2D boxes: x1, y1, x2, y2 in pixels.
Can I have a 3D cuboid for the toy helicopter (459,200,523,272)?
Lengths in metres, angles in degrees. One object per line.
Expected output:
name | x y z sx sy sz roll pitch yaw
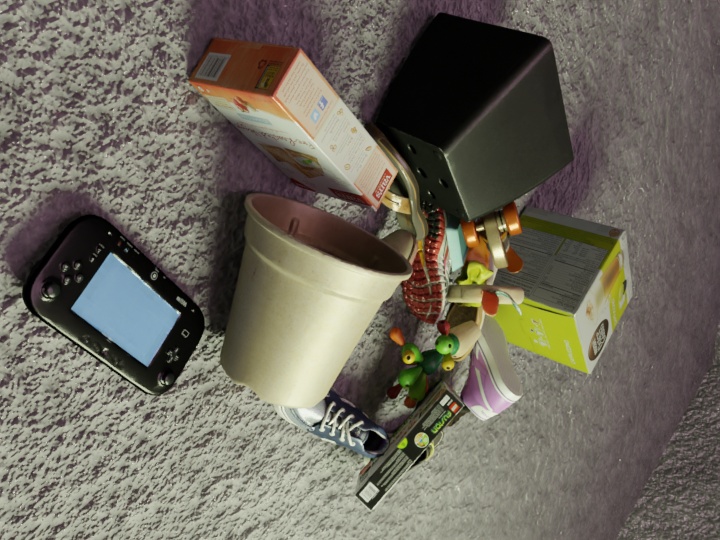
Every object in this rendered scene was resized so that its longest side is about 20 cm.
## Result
toy helicopter | 0.196 -0.084 0.974 0.202 0.077 0.133 -90 157 -44

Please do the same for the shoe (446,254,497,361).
shoe | 0.197 0.060 1.132 0.053 0.069 0.204 12 94 -43

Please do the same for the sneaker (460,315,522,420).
sneaker | 0.208 0.168 1.160 0.072 0.203 0.115 23 127 -25

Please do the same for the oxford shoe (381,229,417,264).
oxford shoe | 0.000 0.000 0.863 0.200 0.070 0.075 -42 130 -24

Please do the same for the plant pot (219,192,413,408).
plant pot | -0.068 0.040 0.731 0.199 0.199 0.186 7 113 -51

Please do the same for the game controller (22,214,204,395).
game controller | -0.229 0.039 0.634 0.105 0.042 0.201 -55 140 -18

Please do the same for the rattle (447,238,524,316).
rattle | 0.197 -0.005 0.995 0.200 0.128 0.146 26 82 -79

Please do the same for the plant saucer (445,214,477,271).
plant saucer | 0.159 -0.076 0.992 0.201 0.019 0.071 -61 143 -57

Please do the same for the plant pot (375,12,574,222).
plant pot | 0.139 -0.190 0.870 0.177 0.199 0.201 -44 136 -13

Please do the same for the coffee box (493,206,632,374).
coffee box | 0.370 0.035 1.225 0.199 0.198 0.201 -53 138 -19

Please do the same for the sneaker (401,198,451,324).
sneaker | 0.118 -0.014 1.000 0.081 0.077 0.204 -17 118 -46

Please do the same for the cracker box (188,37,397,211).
cracker box | -0.064 -0.147 0.677 0.200 0.133 0.058 41 75 -49

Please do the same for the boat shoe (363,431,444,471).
boat shoe | 0.089 0.306 1.115 0.199 0.060 0.073 -4 110 -49

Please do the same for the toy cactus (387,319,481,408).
toy cactus | 0.113 0.125 1.010 0.163 0.103 0.201 -29 154 -27

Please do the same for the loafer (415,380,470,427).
loafer | 0.131 0.240 1.124 0.072 0.073 0.199 -50 156 10

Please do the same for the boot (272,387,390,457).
boot | -0.033 0.202 0.900 0.199 0.089 0.074 37 77 -51

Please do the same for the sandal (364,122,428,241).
sandal | 0.041 -0.107 0.884 0.054 0.082 0.201 -32 140 -9

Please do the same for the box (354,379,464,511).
box | 0.071 0.254 0.970 0.201 0.035 0.110 -49 176 1
